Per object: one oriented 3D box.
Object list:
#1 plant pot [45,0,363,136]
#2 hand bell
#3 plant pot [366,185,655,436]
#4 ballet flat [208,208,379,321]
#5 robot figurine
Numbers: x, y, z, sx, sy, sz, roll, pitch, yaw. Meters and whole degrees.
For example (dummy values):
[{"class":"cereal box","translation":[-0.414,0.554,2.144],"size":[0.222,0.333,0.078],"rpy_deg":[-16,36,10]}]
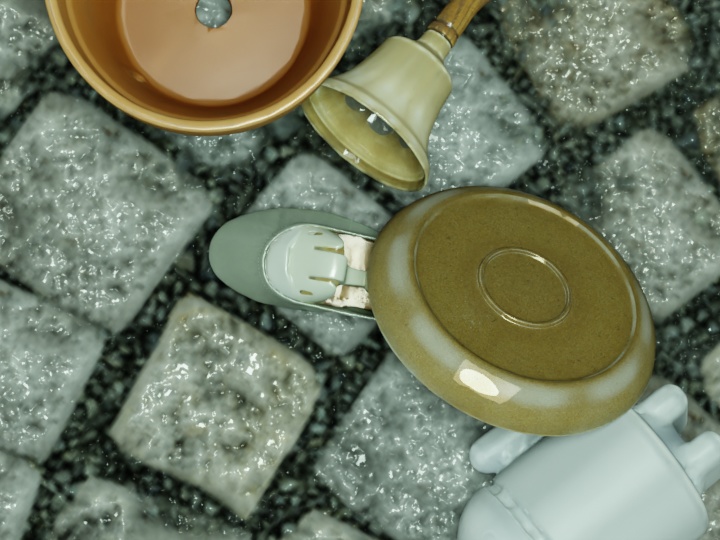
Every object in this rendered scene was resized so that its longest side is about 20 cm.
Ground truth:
[{"class":"plant pot","translation":[-0.096,-0.177,1.624],"size":[0.199,0.140,0.202],"rpy_deg":[0,84,0]},{"class":"hand bell","translation":[0.058,-0.160,1.687],"size":[0.104,0.104,0.200],"rpy_deg":[38,71,-3]},{"class":"plant pot","translation":[0.102,0.017,1.639],"size":[0.199,0.028,0.201],"rpy_deg":[12,48,-13]},{"class":"ballet flat","translation":[0.000,0.000,1.671],"size":[0.199,0.064,0.068],"rpy_deg":[13,86,-5]},{"class":"robot figurine","translation":[0.145,0.160,1.654],"size":[0.200,0.113,0.170],"rpy_deg":[-36,68,-6]}]
